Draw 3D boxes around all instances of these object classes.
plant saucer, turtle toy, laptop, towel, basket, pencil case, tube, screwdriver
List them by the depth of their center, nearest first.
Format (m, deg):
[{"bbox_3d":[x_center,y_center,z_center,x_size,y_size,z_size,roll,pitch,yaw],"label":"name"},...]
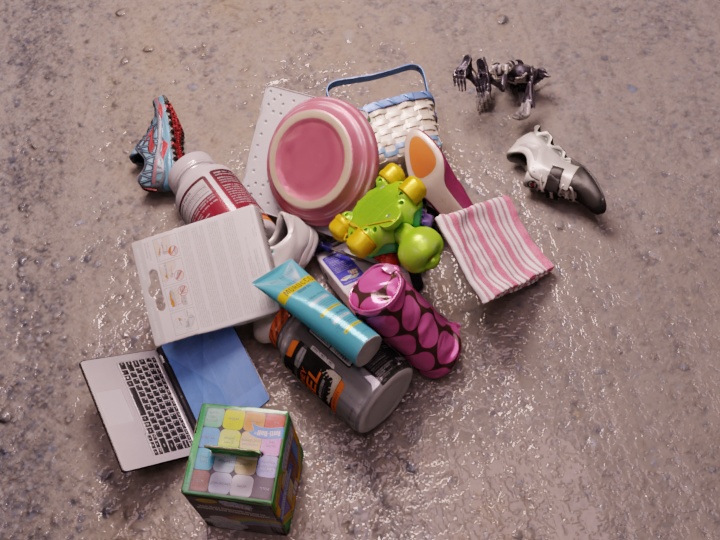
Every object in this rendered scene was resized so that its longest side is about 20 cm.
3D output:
[{"bbox_3d":[-0.058,0.055,1.212,0.199,0.051,0.077,37,44,27],"label":"tube"},{"bbox_3d":[0.069,0.068,1.245,0.094,0.200,0.091,-47,44,0],"label":"pencil case"},{"bbox_3d":[-0.268,0.159,1.256,0.198,0.117,0.188,-6,51,-41],"label":"laptop"},{"bbox_3d":[0.050,-0.060,1.276,0.146,0.101,0.200,-44,31,-2],"label":"turtle toy"},{"bbox_3d":[0.204,-0.038,1.319,0.199,0.030,0.148,-18,74,-48],"label":"towel"},{"bbox_3d":[-0.034,-0.026,1.364,0.028,0.029,0.199,-33,39,-29],"label":"screwdriver"},{"bbox_3d":[-0.068,-0.171,1.368,0.197,0.051,0.205,1,91,27],"label":"plant saucer"},{"bbox_3d":[0.044,-0.247,1.462,0.173,0.139,0.203,-13,70,-6],"label":"basket"}]

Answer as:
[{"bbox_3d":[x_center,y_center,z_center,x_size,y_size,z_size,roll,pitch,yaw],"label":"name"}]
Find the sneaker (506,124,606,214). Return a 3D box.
[{"bbox_3d":[0.316,-0.147,1.434,0.088,0.075,0.201,-33,55,-9],"label":"sneaker"}]

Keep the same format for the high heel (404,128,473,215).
[{"bbox_3d":[0.136,-0.132,1.387,0.067,0.096,0.202,-35,80,23],"label":"high heel"}]

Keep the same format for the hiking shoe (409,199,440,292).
[{"bbox_3d":[0.090,-0.059,1.389,0.099,0.076,0.203,-10,58,2],"label":"hiking shoe"}]

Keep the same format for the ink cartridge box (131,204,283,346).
[{"bbox_3d":[-0.224,0.009,1.297,0.197,0.047,0.163,-16,84,6],"label":"ink cartridge box"}]

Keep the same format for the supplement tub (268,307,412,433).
[{"bbox_3d":[-0.032,0.126,1.262,0.199,0.123,0.122,39,68,23],"label":"supplement tub"}]

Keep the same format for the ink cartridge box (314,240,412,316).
[{"bbox_3d":[0.000,0.000,1.350,0.098,0.040,0.200,-23,28,-9],"label":"ink cartridge box"}]

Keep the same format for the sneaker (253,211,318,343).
[{"bbox_3d":[-0.135,0.007,1.340,0.074,0.088,0.203,-1,63,39],"label":"sneaker"}]

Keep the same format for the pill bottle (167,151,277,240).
[{"bbox_3d":[-0.226,-0.095,1.410,0.112,0.114,0.201,-32,63,-15],"label":"pill bottle"}]

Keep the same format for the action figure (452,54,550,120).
[{"bbox_3d":[0.247,-0.317,1.517,0.198,0.104,0.118,-4,16,-43],"label":"action figure"}]

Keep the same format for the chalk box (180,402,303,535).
[{"bbox_3d":[-0.154,0.254,1.148,0.122,0.201,0.126,6,59,7],"label":"chalk box"}]

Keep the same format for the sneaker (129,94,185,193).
[{"bbox_3d":[-0.358,-0.221,1.512,0.094,0.080,0.203,-15,55,3],"label":"sneaker"}]

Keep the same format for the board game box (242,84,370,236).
[{"bbox_3d":[-0.091,-0.179,1.422,0.197,0.026,0.204,19,98,25],"label":"board game box"}]
